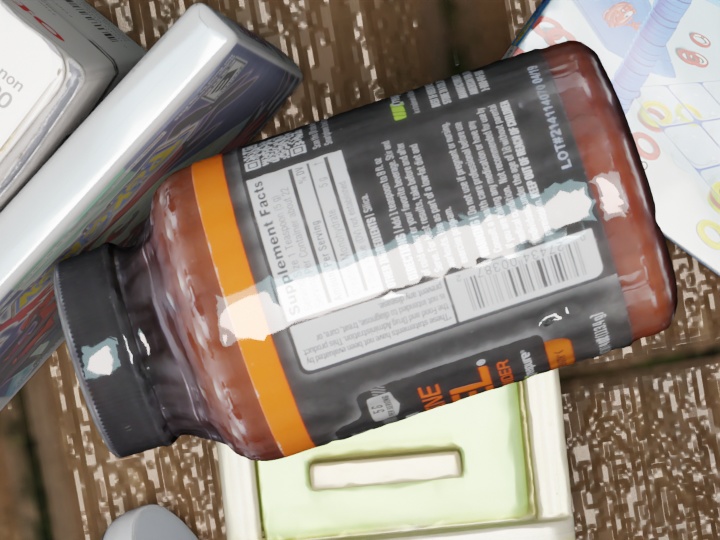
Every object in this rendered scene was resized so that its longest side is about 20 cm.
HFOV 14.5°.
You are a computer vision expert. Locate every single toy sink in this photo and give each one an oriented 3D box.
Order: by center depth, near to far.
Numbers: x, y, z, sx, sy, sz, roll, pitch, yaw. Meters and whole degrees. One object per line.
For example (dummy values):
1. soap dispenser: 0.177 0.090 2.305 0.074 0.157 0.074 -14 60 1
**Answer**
1. toy sink: 0.013 0.062 1.066 0.130 0.112 0.201 -5 94 2

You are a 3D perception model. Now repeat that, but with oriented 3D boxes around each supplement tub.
1. supplement tub: 0.000 0.000 0.960 0.199 0.107 0.107 -18 94 3

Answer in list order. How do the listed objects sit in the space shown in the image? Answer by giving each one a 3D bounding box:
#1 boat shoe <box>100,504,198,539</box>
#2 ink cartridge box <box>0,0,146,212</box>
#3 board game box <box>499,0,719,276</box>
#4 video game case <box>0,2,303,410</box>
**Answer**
1. boat shoe: -0.069 0.192 1.106 0.066 0.070 0.201 -20 98 25
2. ink cartridge box: -0.163 -0.087 1.015 0.145 0.200 0.085 39 94 -1
3. board game box: 0.179 -0.088 1.079 0.200 0.056 0.196 35 95 -1
4. video game case: -0.104 -0.010 1.028 0.023 0.182 0.200 43 94 5
